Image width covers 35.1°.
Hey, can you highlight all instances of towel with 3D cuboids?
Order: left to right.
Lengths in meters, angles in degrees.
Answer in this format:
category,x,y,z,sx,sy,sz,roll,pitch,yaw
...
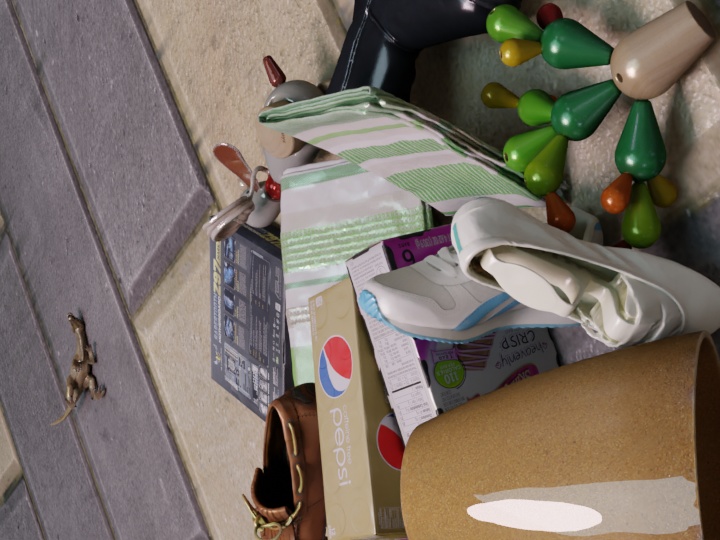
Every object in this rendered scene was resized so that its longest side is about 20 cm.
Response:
category,x,y,z,sx,sy,sz,roll,pitch,yaw
towel,0.000,0.000,0.998,0.148,0.031,0.203,-8,81,27
towel,0.041,-0.085,0.864,0.152,0.199,0.024,0,73,54

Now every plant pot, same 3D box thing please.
category,x,y,z,sx,sy,sz,roll,pitch,yaw
plant pot,0.134,0.143,0.738,0.198,0.186,0.189,-8,95,25

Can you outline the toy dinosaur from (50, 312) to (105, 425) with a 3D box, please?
category,x,y,z,sx,sy,sz,roll,pitch,yaw
toy dinosaur,-0.424,0.166,1.718,0.101,0.058,0.202,-133,51,-57

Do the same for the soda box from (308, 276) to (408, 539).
category,x,y,z,sx,sy,sz,roll,pitch,yaw
soda box,0.008,0.112,0.905,0.068,0.063,0.202,-26,63,51

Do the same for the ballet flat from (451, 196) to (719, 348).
category,x,y,z,sx,sy,sz,roll,pitch,yaw
ballet flat,0.149,0.015,0.744,0.069,0.198,0.070,-159,90,-84

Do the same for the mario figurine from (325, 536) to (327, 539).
category,x,y,z,sx,sy,sz,roll,pitch,yaw
mario figurine,0.019,0.309,1.085,0.200,0.105,0.125,45,132,39

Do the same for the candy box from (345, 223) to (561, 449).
category,x,y,z,sx,sy,sz,roll,pitch,yaw
candy box,0.084,0.066,0.891,0.061,0.135,0.202,-27,79,54

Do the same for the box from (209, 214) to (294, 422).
category,x,y,z,sx,sy,sz,roll,pitch,yaw
box,-0.105,0.053,1.225,0.157,0.051,0.202,28,123,47

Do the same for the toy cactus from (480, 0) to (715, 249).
category,x,y,z,sx,sy,sz,roll,pitch,yaw
toy cactus,0.170,-0.114,0.776,0.165,0.102,0.202,-37,66,32

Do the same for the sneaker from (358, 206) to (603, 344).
category,x,y,z,sx,sy,sz,roll,pitch,yaw
sneaker,0.087,0.000,0.812,0.076,0.198,0.082,35,126,52

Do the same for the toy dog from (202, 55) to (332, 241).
category,x,y,z,sx,sy,sz,roll,pitch,yaw
toy dog,-0.087,-0.127,1.091,0.200,0.131,0.097,-44,76,31

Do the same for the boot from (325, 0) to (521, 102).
category,x,y,z,sx,sy,sz,roll,pitch,yaw
boot,0.042,-0.165,0.911,0.200,0.076,0.170,37,119,51

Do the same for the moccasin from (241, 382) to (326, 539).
category,x,y,z,sx,sy,sz,roll,pitch,yaw
moccasin,-0.067,0.195,0.989,0.074,0.077,0.203,43,131,39
